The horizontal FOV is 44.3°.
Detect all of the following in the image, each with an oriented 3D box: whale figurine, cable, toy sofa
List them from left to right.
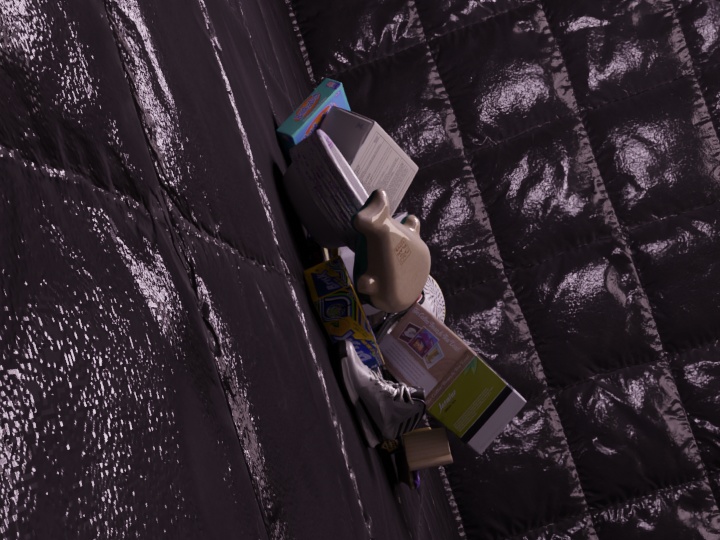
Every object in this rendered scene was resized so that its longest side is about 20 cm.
[{"bbox_3d":[0.028,-0.030,1.339,0.103,0.159,0.201,15,-35,39],"label":"whale figurine"},{"bbox_3d":[0.063,0.094,1.712,0.201,0.096,0.051,-61,148,-26],"label":"cable"},{"bbox_3d":[0.113,0.343,1.633,0.200,0.082,0.099,113,-32,-79],"label":"toy sofa"}]

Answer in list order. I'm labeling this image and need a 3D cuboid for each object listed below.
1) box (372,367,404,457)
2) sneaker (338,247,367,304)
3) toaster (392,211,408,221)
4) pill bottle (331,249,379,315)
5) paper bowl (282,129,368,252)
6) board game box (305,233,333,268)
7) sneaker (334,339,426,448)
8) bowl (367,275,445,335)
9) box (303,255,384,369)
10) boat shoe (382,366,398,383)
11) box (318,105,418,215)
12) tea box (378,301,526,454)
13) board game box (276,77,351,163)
[{"bbox_3d":[0.019,0.201,1.524,0.160,0.046,0.201,-105,176,-45],"label":"box"},{"bbox_3d":[0.002,-0.019,1.588,0.115,0.075,0.201,79,19,-46],"label":"sneaker"},{"bbox_3d":[0.052,-0.026,2.089,0.180,0.118,0.202,-4,-73,56],"label":"toaster"},{"bbox_3d":[0.000,0.000,1.746,0.200,0.113,0.115,-103,173,-63],"label":"pill bottle"},{"bbox_3d":[-0.051,-0.117,1.425,0.202,0.104,0.201,57,8,-12],"label":"paper bowl"},{"bbox_3d":[-0.061,-0.002,1.522,0.200,0.032,0.121,-97,172,-75],"label":"board game box"},{"bbox_3d":[0.035,0.174,1.350,0.076,0.114,0.202,-103,174,-58],"label":"sneaker"},{"bbox_3d":[0.082,0.093,1.817,0.094,0.199,0.203,-105,176,-80],"label":"bowl"},{"bbox_3d":[-0.023,0.075,1.354,0.201,0.064,0.070,67,1,-46],"label":"box"},{"bbox_3d":[0.058,0.206,1.723,0.201,0.071,0.076,-102,-147,-58],"label":"boat shoe"},{"bbox_3d":[0.001,-0.196,1.657,0.108,0.129,0.200,28,-5,34],"label":"box"},{"bbox_3d":[0.159,0.193,1.609,0.197,0.134,0.200,43,0,-33],"label":"tea box"},{"bbox_3d":[-0.069,-0.236,1.676,0.045,0.152,0.201,25,-27,33],"label":"board game box"}]
